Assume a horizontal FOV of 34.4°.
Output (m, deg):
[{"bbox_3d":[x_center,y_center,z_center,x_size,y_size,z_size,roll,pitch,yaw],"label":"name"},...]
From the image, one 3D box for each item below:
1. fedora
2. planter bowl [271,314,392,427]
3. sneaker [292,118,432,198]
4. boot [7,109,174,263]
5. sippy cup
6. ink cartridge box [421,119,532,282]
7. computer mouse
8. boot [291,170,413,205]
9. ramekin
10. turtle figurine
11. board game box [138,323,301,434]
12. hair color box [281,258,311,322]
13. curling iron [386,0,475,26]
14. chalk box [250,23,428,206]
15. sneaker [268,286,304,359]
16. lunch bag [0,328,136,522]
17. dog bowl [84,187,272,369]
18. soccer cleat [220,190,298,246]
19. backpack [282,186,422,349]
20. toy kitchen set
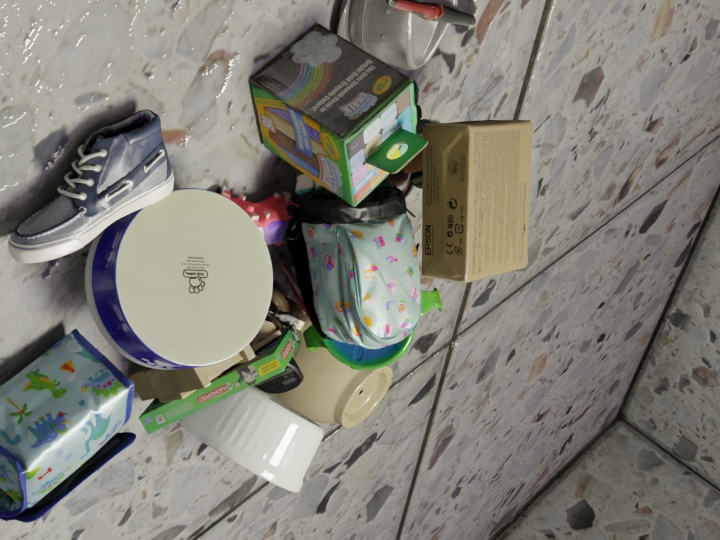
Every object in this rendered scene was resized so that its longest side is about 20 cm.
[{"bbox_3d":[0.057,-0.320,1.441,0.177,0.090,0.200,-29,146,-41],"label":"fedora"},{"bbox_3d":[-0.035,0.164,1.849,0.200,0.135,0.200,-41,152,-27],"label":"planter bowl"},{"bbox_3d":[-0.002,-0.167,1.485,0.200,0.091,0.078,-22,175,-14],"label":"sneaker"},{"bbox_3d":[-0.282,-0.090,1.190,0.200,0.073,0.091,-37,136,-36],"label":"boot"},{"bbox_3d":[0.018,0.069,1.625,0.130,0.177,0.140,20,88,-79],"label":"sippy cup"},{"bbox_3d":[0.153,-0.095,1.517,0.165,0.075,0.201,-12,105,-53],"label":"ink cartridge box"},{"bbox_3d":[-0.127,0.098,1.615,0.140,0.046,0.200,-28,138,23],"label":"computer mouse"},{"bbox_3d":[-0.014,-0.114,1.625,0.200,0.064,0.187,0,122,-55],"label":"boot"},{"bbox_3d":[-0.150,0.224,1.659,0.098,0.200,0.200,-59,156,-6],"label":"ramekin"},{"bbox_3d":[0.067,-0.162,1.589,0.150,0.101,0.200,-30,127,0],"label":"turtle figurine"},{"bbox_3d":[-0.179,0.139,1.510,0.200,0.029,0.135,-25,-170,12],"label":"board game box"},{"bbox_3d":[-0.039,0.019,1.682,0.111,0.064,0.200,-33,159,-6],"label":"hair color box"},{"bbox_3d":[0.087,-0.316,1.376,0.200,0.026,0.050,8,110,-54],"label":"curling iron"},{"bbox_3d":[-0.012,-0.174,1.378,0.124,0.200,0.124,-43,153,-22],"label":"chalk box"},{"bbox_3d":[-0.121,0.064,1.674,0.200,0.070,0.076,88,25,-57],"label":"sneaker"},{"bbox_3d":[-0.358,0.196,1.351,0.170,0.127,0.200,-39,164,-33],"label":"lunch bag"},{"bbox_3d":[-0.200,0.010,1.296,0.200,0.079,0.201,4,84,-36],"label":"dog bowl"},{"bbox_3d":[-0.143,-0.056,1.467,0.200,0.067,0.077,-13,138,-59],"label":"soccer cleat"},{"bbox_3d":[0.000,0.000,1.483,0.167,0.126,0.201,-11,99,-35],"label":"backpack"},{"bbox_3d":[-0.212,0.045,1.462,0.163,0.181,0.200,-32,-173,-33],"label":"toy kitchen set"}]
